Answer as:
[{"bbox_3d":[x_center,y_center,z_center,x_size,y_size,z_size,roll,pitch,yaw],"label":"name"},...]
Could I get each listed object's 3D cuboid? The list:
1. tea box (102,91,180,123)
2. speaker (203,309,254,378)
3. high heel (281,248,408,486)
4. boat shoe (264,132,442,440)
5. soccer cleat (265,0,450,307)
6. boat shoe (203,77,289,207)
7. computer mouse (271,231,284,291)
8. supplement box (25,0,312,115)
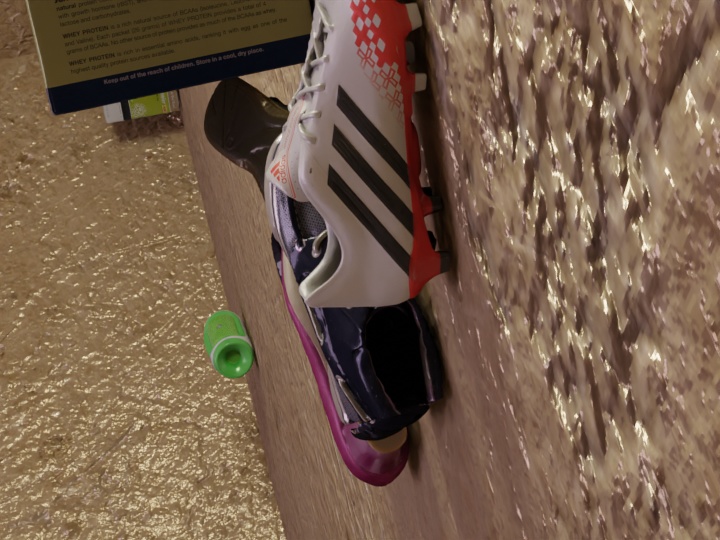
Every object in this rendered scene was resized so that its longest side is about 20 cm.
[{"bbox_3d":[-0.576,-0.489,3.300,0.201,0.194,0.135,-116,16,-58],"label":"tea box"},{"bbox_3d":[-0.260,0.143,2.524,0.200,0.087,0.090,-128,26,-70],"label":"speaker"},{"bbox_3d":[-0.012,0.055,0.924,0.096,0.067,0.202,103,144,-65],"label":"high heel"},{"bbox_3d":[0.000,0.000,0.770,0.093,0.074,0.203,150,101,-73],"label":"boat shoe"},{"bbox_3d":[-0.010,-0.077,0.639,0.069,0.084,0.203,-130,29,-71],"label":"soccer cleat"},{"bbox_3d":[-0.040,-0.077,0.910,0.201,0.065,0.072,43,116,43],"label":"boat shoe"},{"bbox_3d":[-0.048,-0.041,1.076,0.200,0.045,0.142,-72,-34,-85],"label":"computer mouse"},{"bbox_3d":[-0.151,-0.238,0.939,0.134,0.197,0.203,-135,32,-73],"label":"supplement box"}]
